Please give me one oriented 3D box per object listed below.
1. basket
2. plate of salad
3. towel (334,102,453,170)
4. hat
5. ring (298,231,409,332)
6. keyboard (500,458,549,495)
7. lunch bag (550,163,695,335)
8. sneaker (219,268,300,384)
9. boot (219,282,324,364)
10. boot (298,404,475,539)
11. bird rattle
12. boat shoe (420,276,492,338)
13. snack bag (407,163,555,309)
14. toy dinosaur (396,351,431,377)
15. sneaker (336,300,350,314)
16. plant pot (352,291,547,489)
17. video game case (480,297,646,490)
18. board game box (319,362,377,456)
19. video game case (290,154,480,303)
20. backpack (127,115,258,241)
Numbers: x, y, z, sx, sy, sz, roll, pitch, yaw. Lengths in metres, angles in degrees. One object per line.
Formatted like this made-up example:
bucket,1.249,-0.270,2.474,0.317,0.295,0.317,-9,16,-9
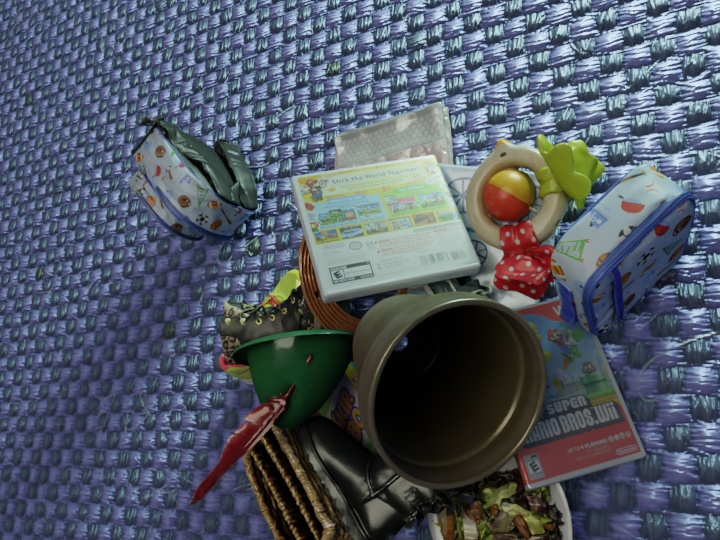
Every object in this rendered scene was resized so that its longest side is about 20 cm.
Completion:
basket,-0.088,0.297,0.923,0.143,0.149,0.200,-45,60,15
plate of salad,0.151,0.289,0.814,0.199,0.048,0.201,-5,83,42
towel,0.044,-0.136,1.020,0.199,0.032,0.192,-10,73,31
hat,-0.077,0.182,0.841,0.199,0.166,0.177,-15,66,23
ring,0.000,0.000,0.921,0.019,0.200,0.202,-11,71,52
keyboard,0.172,0.184,0.859,0.200,0.040,0.105,27,106,40
lunch bag,0.276,-0.010,0.740,0.160,0.200,0.076,-45,59,-1
sneaker,-0.143,0.084,1.048,0.078,0.090,0.201,33,95,36
boot,-0.116,0.057,0.955,0.150,0.073,0.201,4,117,8
boot,0.031,0.223,0.834,0.162,0.073,0.199,-40,60,11
bird rattle,0.203,-0.074,0.849,0.163,0.112,0.201,37,115,35
boat shoe,0.131,0.032,0.868,0.062,0.073,0.200,-47,64,20
snack bag,0.161,-0.037,0.910,0.188,0.021,0.201,9,90,26
toy dinosaur,0.062,0.161,0.891,0.199,0.060,0.107,-19,70,40
sneaker,-0.023,-0.013,0.989,0.081,0.074,0.201,4,100,27
plant pot,0.074,0.106,0.759,0.201,0.199,0.173,-63,22,3
video game case,0.223,0.134,0.796,0.142,0.017,0.201,-13,67,-9
board game box,0.005,0.215,0.928,0.200,0.030,0.096,55,135,28
video game case,0.028,-0.058,0.868,0.199,0.023,0.183,-11,60,-12
backpack,-0.270,-0.135,1.134,0.190,0.200,0.154,44,107,26
